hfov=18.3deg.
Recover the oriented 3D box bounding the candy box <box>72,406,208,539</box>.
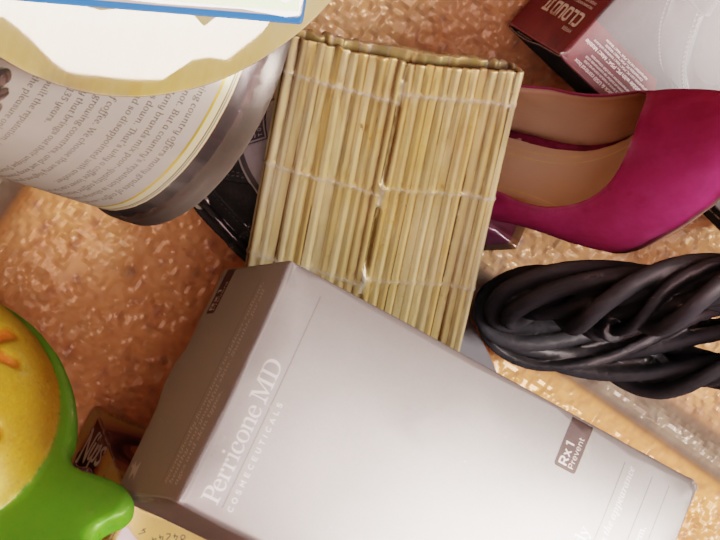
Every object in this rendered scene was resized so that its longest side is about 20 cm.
[{"bbox_3d":[-0.031,0.136,0.967,0.200,0.117,0.057,23,100,-18],"label":"candy box"}]

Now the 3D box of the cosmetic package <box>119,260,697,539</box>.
[{"bbox_3d":[0.019,0.086,0.881,0.200,0.090,0.107,28,77,-21],"label":"cosmetic package"}]

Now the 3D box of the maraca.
[{"bbox_3d":[-0.172,0.073,0.878,0.137,0.200,0.107,-29,139,-17],"label":"maraca"}]

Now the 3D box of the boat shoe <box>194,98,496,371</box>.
[{"bbox_3d":[-0.003,0.013,0.970,0.057,0.069,0.200,-26,114,23],"label":"boat shoe"}]

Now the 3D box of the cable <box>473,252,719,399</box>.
[{"bbox_3d":[0.131,0.024,0.940,0.163,0.200,0.051,12,77,-56],"label":"cable"}]

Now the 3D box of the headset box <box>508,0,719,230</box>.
[{"bbox_3d":[0.175,-0.111,0.963,0.149,0.077,0.200,42,92,-21],"label":"headset box"}]

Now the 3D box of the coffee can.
[{"bbox_3d":[-0.144,-0.112,0.819,0.200,0.146,0.147,17,102,-36],"label":"coffee can"}]

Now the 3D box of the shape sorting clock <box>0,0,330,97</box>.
[{"bbox_3d":[-0.071,-0.158,0.749,0.200,0.039,0.200,-9,109,-26],"label":"shape sorting clock"}]

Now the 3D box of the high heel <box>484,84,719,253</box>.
[{"bbox_3d":[0.070,-0.053,0.898,0.096,0.200,0.067,36,60,-25],"label":"high heel"}]

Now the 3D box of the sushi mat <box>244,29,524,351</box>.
[{"bbox_3d":[0.000,0.000,0.916,0.096,0.012,0.200,10,117,-3],"label":"sushi mat"}]
